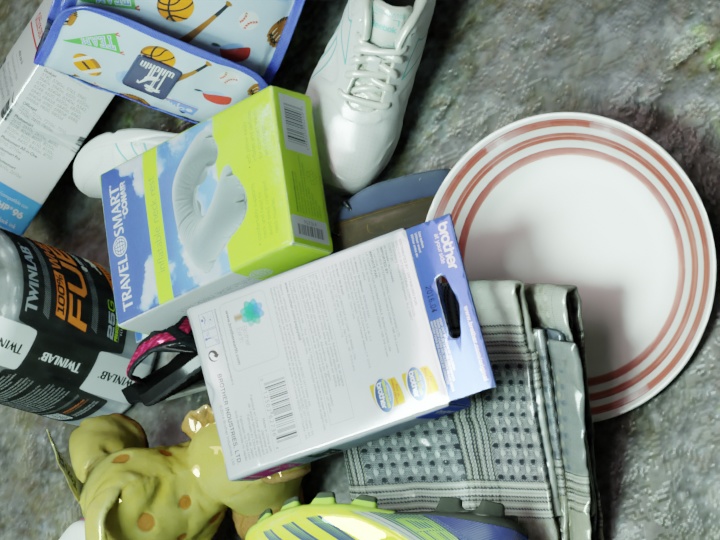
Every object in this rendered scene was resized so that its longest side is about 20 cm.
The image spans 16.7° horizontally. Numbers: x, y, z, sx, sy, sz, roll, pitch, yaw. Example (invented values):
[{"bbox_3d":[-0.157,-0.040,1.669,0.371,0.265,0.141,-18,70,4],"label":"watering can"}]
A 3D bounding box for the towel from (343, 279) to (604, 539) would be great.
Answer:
[{"bbox_3d":[0.064,0.101,1.580,0.200,0.035,0.193,-2,98,37],"label":"towel"}]

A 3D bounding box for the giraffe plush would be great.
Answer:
[{"bbox_3d":[-0.108,0.146,1.684,0.162,0.200,0.173,-20,55,-1],"label":"giraffe plush"}]

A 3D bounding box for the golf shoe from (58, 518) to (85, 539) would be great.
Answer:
[{"bbox_3d":[-0.239,0.271,1.775,0.075,0.091,0.200,21,88,42],"label":"golf shoe"}]

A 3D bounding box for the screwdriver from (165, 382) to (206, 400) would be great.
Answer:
[{"bbox_3d":[-0.075,0.074,1.666,0.200,0.028,0.029,-23,56,45],"label":"screwdriver"}]

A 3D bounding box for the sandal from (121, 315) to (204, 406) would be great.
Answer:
[{"bbox_3d":[-0.135,0.061,1.716,0.045,0.075,0.200,63,161,-3],"label":"sandal"}]

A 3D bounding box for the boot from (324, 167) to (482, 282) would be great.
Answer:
[{"bbox_3d":[0.000,0.000,1.692,0.200,0.075,0.097,-17,55,24],"label":"boot"}]

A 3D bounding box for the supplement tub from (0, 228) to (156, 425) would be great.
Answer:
[{"bbox_3d":[-0.252,0.037,1.787,0.122,0.200,0.123,-12,69,35],"label":"supplement tub"}]

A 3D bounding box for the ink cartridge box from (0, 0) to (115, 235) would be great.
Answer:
[{"bbox_3d":[-0.243,-0.134,1.893,0.200,0.068,0.116,-55,22,12],"label":"ink cartridge box"}]

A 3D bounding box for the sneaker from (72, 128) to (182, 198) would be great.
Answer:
[{"bbox_3d":[-0.139,-0.063,1.815,0.200,0.070,0.080,-4,76,37],"label":"sneaker"}]

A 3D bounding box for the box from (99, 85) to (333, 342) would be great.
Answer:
[{"bbox_3d":[-0.111,-0.037,1.719,0.200,0.048,0.122,-25,64,37],"label":"box"}]

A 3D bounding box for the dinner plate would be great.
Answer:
[{"bbox_3d":[0.134,-0.002,1.577,0.200,0.024,0.201,1,93,22],"label":"dinner plate"}]

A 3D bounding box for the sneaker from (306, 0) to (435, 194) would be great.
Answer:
[{"bbox_3d":[0.008,-0.152,1.698,0.070,0.080,0.201,16,88,-3],"label":"sneaker"}]

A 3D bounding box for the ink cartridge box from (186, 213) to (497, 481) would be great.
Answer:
[{"bbox_3d":[-0.008,0.050,1.561,0.200,0.042,0.120,-21,75,26],"label":"ink cartridge box"}]

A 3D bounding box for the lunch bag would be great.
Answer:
[{"bbox_3d":[-0.128,-0.205,1.764,0.124,0.170,0.200,-93,27,-59],"label":"lunch bag"}]

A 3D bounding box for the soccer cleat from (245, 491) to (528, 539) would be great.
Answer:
[{"bbox_3d":[0.011,0.189,1.558,0.200,0.065,0.084,-2,68,26],"label":"soccer cleat"}]
